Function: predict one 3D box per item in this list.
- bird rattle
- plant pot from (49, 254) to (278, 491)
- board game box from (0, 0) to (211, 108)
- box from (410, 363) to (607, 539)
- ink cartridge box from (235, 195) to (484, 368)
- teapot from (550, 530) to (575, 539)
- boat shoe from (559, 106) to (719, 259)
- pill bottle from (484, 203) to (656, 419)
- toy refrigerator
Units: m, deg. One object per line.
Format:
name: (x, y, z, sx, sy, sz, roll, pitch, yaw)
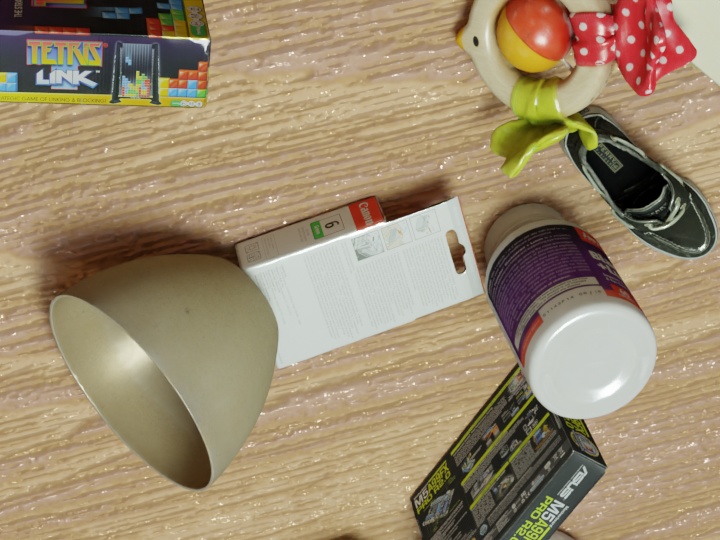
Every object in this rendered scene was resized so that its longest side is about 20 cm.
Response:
bird rattle: (0.156, -0.174, 1.192, 0.163, 0.112, 0.200, 46, 139, 6)
plant pot: (-0.147, 0.064, 1.264, 0.134, 0.199, 0.202, -41, 127, -28)
board game box: (-0.197, -0.187, 1.079, 0.163, 0.201, 0.057, 1, 122, -13)
box: (0.133, 0.200, 1.400, 0.044, 0.161, 0.201, 28, 110, -23)
ink cartridge box: (0.000, 0.000, 1.320, 0.198, 0.051, 0.110, -20, 122, -2)
teapot: (0.175, 0.367, 1.515, 0.195, 0.147, 0.202, 14, 115, -20)
boat shoe: (0.252, -0.063, 1.327, 0.199, 0.064, 0.071, 36, 108, -27)
pill bottle: (0.169, 0.026, 1.282, 0.110, 0.201, 0.113, -6, 122, -9)
toy refrigerator: (0.307, -0.190, 1.259, 0.199, 0.076, 0.070, 33, 109, -27)
